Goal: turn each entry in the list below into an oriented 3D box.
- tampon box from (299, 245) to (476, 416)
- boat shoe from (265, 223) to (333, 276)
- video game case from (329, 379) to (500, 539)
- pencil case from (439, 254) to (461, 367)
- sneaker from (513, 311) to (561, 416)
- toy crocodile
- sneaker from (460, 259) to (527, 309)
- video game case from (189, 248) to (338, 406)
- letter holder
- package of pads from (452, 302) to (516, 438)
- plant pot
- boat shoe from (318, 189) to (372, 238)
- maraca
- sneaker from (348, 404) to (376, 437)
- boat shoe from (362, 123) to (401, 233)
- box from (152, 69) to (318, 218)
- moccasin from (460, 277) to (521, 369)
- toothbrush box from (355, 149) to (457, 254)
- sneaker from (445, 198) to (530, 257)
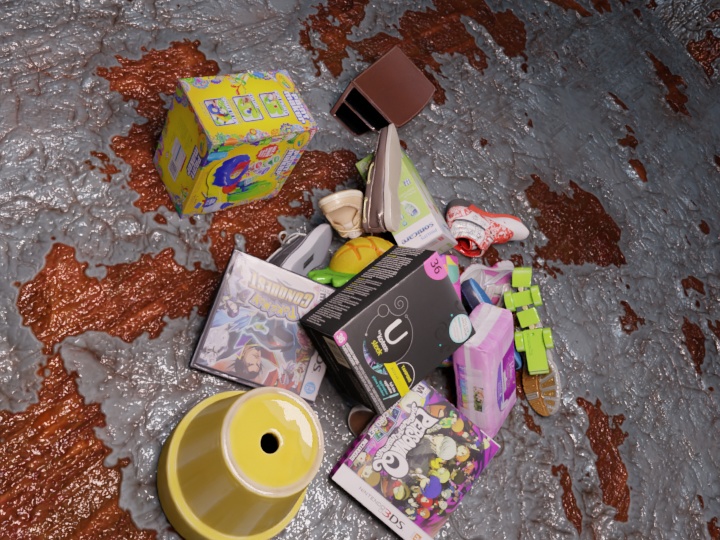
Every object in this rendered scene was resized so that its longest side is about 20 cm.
[{"bbox_3d":[0.041,0.082,0.925,0.199,0.126,0.151,-37,112,-19],"label":"tampon box"},{"bbox_3d":[-0.108,-0.029,1.051,0.067,0.074,0.200,18,38,14],"label":"boat shoe"},{"bbox_3d":[0.083,0.285,0.937,0.181,0.036,0.200,41,81,-5],"label":"video game case"},{"bbox_3d":[0.136,0.069,1.100,0.088,0.088,0.203,1,78,-30],"label":"pencil case"},{"bbox_3d":[0.353,0.177,1.206,0.087,0.075,0.202,8,68,-52],"label":"sneaker"},{"bbox_3d":[0.313,0.092,1.154,0.062,0.067,0.202,6,71,-70],"label":"toy crocodile"},{"bbox_3d":[0.255,0.038,1.207,0.198,0.082,0.088,-13,46,-35],"label":"sneaker"},{"bbox_3d":[-0.131,0.088,0.938,0.198,0.025,0.183,22,84,-19],"label":"video game case"},{"bbox_3d":[0.055,-0.363,1.331,0.142,0.101,0.200,43,50,-5],"label":"letter holder"},{"bbox_3d":[0.212,0.169,1.055,0.120,0.075,0.202,-42,132,-41],"label":"package of pads"},{"bbox_3d":[-0.142,0.239,0.792,0.199,0.189,0.203,14,56,-22],"label":"plant pot"},{"bbox_3d":[-0.015,-0.090,1.092,0.200,0.073,0.070,14,59,-72],"label":"boat shoe"},{"bbox_3d":[0.000,0.000,1.058,0.199,0.136,0.108,-18,108,-52],"label":"maraca"},{"bbox_3d":[0.072,0.256,1.006,0.198,0.073,0.085,23,18,-8],"label":"sneaker"},{"bbox_3d":[0.036,-0.159,1.073,0.072,0.059,0.202,38,51,-60],"label":"boat shoe"},{"bbox_3d":[-0.207,-0.205,1.010,0.191,0.200,0.123,-20,74,-37],"label":"box"},{"bbox_3d":[0.226,0.111,1.134,0.201,0.068,0.081,60,19,-13],"label":"moccasin"},{"bbox_3d":[0.089,-0.124,1.174,0.202,0.086,0.145,64,15,15],"label":"toothbrush box"},{"bbox_3d":[0.268,-0.070,1.306,0.199,0.067,0.109,17,56,-17],"label":"sneaker"}]
